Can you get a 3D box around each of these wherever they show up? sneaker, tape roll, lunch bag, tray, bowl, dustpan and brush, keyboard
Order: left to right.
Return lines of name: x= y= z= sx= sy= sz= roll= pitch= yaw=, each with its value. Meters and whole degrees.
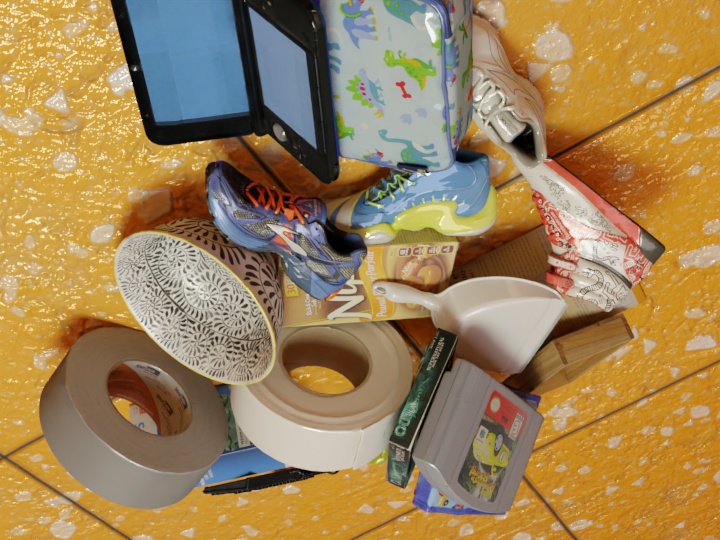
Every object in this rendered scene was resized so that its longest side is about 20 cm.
tape roll: x=-0.245 y=0.158 z=1.235 sx=0.199 sy=0.201 sz=0.066 roll=22 pitch=124 yaw=-33
bowl: x=-0.148 y=0.013 z=1.171 sx=0.200 sy=0.094 sz=0.202 roll=22 pitch=140 yaw=20
keyboard: x=-0.097 y=0.261 z=1.426 sx=0.126 sy=0.021 sz=0.200 roll=-17 pitch=170 yaw=25
sneaker: x=-0.072 y=-0.052 z=1.114 sx=0.078 sy=0.076 sz=0.200 roll=-35 pitch=128 yaw=27
tape roll: x=-0.043 y=0.122 z=1.257 sx=0.201 sy=0.203 sz=0.071 roll=-1 pitch=134 yaw=-16
lunch bag: x=0.019 y=-0.186 z=1.020 sx=0.160 sy=0.083 sz=0.201 roll=14 pitch=139 yaw=18
sneaker: x=0.047 y=-0.089 z=1.181 sx=0.198 sy=0.076 sz=0.106 roll=-5 pitch=117 yaw=-11
dustpan and brush: x=0.108 y=0.046 z=1.244 sx=0.198 sy=0.058 sz=0.140 roll=7 pitch=136 yaw=-20
lunch bag: x=0.115 y=0.196 z=1.297 sx=0.200 sy=0.094 sz=0.152 roll=18 pitch=90 yaw=-61
sneaker: x=0.126 y=-0.174 z=1.094 sx=0.074 sy=0.087 sz=0.200 roll=-37 pitch=131 yaw=23
tray: x=0.245 y=0.112 z=1.378 sx=0.098 sy=0.037 sz=0.200 roll=-19 pitch=164 yaw=-18
sneaker: x=0.217 y=-0.041 z=1.203 sx=0.201 sy=0.067 sz=0.108 roll=36 pitch=100 yaw=-8

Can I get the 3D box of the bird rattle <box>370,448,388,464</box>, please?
bird rattle: x=0.070 y=0.199 z=1.470 sx=0.199 sy=0.113 sz=0.163 roll=1 pitch=147 yaw=-35

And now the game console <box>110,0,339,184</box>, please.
game console: x=-0.117 y=-0.167 z=1.008 sx=0.118 sy=0.171 sz=0.201 roll=-33 pitch=144 yaw=-21

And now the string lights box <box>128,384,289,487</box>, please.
string lights box: x=-0.173 y=0.198 z=1.365 sx=0.198 sy=0.103 sz=0.059 roll=-12 pitch=138 yaw=-5

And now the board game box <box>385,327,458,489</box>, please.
board game box: x=0.066 y=0.158 z=1.260 sx=0.028 sy=0.136 sz=0.200 roll=22 pitch=159 yaw=9

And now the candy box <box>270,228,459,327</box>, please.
candy box: x=0.000 y=0.000 z=1.252 sx=0.198 sy=0.056 sz=0.116 roll=-4 pitch=133 yaw=-13

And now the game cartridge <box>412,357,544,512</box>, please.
game cartridge: x=0.130 y=0.189 z=1.227 sx=0.200 sy=0.041 sz=0.134 roll=37 pitch=76 yaw=-50

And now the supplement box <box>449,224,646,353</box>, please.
supplement box: x=0.216 y=0.019 z=1.321 sx=0.199 sy=0.074 sz=0.126 roll=-27 pitch=134 yaw=11
